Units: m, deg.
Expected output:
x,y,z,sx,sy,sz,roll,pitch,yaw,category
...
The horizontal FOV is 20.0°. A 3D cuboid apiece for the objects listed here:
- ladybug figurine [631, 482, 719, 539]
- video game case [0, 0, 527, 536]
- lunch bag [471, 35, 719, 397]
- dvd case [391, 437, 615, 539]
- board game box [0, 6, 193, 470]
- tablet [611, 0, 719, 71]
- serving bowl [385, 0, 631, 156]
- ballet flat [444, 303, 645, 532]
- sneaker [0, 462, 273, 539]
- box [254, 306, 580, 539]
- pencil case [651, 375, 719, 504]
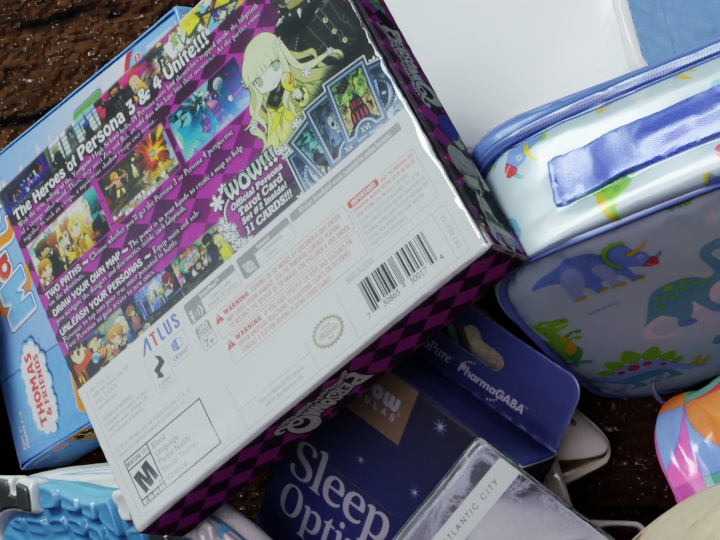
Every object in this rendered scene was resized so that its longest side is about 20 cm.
x,y,z,sx,sy,sz,roll,pitch,yaw,category
0.152,0.157,0.782,0.136,0.072,0.200,50,117,23,ladybug figurine
-0.049,-0.019,0.845,0.200,0.036,0.182,-40,60,22,video game case
0.154,-0.030,0.828,0.199,0.161,0.083,-23,58,20,lunch bag
0.078,0.183,0.845,0.200,0.016,0.149,38,98,-14,dvd case
-0.114,-0.010,0.963,0.199,0.036,0.152,-30,70,42,board game box
0.151,-0.181,0.895,0.129,0.014,0.202,-7,76,-22,tablet
0.050,-0.142,0.931,0.198,0.066,0.202,-1,78,4,serving bowl
0.090,0.104,0.897,0.062,0.067,0.202,-16,83,2,ballet flat
-0.088,0.117,0.932,0.199,0.086,0.076,11,111,42,sneaker
0.013,0.106,0.891,0.121,0.032,0.201,34,117,31,box
0.212,0.051,0.817,0.199,0.088,0.089,-28,72,28,pencil case
